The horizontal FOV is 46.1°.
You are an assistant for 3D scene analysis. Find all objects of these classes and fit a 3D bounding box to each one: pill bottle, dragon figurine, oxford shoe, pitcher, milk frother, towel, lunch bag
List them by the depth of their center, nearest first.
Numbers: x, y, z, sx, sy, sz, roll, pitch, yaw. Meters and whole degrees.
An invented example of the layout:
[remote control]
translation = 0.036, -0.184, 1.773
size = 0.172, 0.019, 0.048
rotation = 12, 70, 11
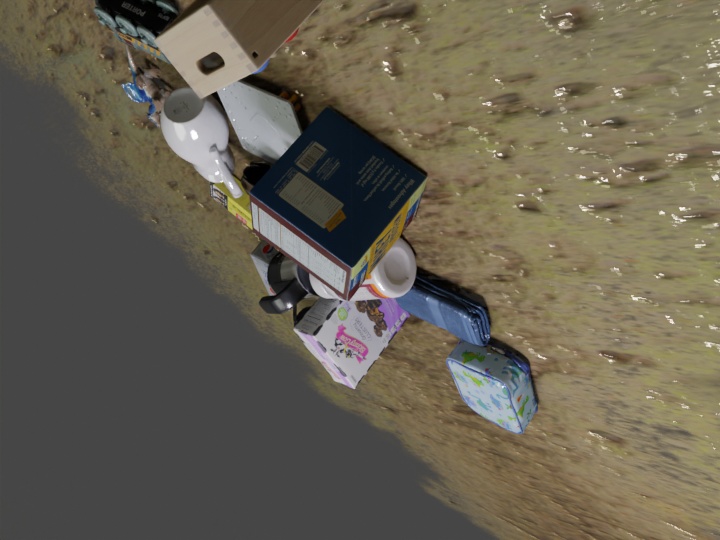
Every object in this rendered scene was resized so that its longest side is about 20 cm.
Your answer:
[pill bottle]
translation = 0.000, 0.000, 1.557
size = 0.199, 0.110, 0.110
rotation = -6, 131, 49
[towel]
translation = 0.149, 0.065, 1.562
size = 0.198, 0.049, 0.112
rotation = 25, 154, 34
[oxford shoe]
translation = -0.188, -0.177, 1.589
size = 0.084, 0.073, 0.199
rotation = 31, 171, -28
[pitcher]
translation = -0.288, -0.237, 1.592
size = 0.172, 0.121, 0.201
rotation = 49, 170, 25
[lunch bag]
translation = 0.254, 0.218, 1.635
size = 0.160, 0.083, 0.201
rotation = 22, 152, 37
[dragon figurine]
translation = -0.430, -0.366, 1.678
size = 0.099, 0.059, 0.201
rotation = 12, 147, 50
[milk frother]
translation = -0.095, 0.051, 1.788
size = 0.199, 0.182, 0.188
rotation = 33, 163, -19

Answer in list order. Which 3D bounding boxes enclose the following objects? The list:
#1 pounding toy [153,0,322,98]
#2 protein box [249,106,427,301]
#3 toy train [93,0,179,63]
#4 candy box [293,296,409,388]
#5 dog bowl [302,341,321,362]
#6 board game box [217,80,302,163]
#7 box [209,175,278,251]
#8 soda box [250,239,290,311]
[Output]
[pounding toy]
translation = -0.159, -0.327, 1.162
size = 0.199, 0.185, 0.143
rotation = -7, 130, 51
[protein box]
translation = -0.036, -0.104, 1.332
size = 0.199, 0.199, 0.135
rotation = 36, 159, 10
[toy train]
translation = -0.367, -0.419, 1.450
size = 0.198, 0.086, 0.114
rotation = 28, 168, 24
[candy box]
translation = -0.014, 0.105, 1.702
size = 0.071, 0.201, 0.168
rotation = 14, 147, 48
[dog bowl]
translation = -0.054, 0.180, 2.086
size = 0.199, 0.079, 0.201
rotation = 34, 157, 16
[board game box]
translation = -0.160, -0.257, 1.483
size = 0.199, 0.026, 0.201
rotation = 28, 156, 30
[box]
translation = -0.236, -0.131, 1.821
size = 0.199, 0.050, 0.075
rotation = 38, 158, 5
[soda box]
translation = -0.192, 0.007, 1.993
size = 0.063, 0.068, 0.201
rotation = 27, 156, 27
